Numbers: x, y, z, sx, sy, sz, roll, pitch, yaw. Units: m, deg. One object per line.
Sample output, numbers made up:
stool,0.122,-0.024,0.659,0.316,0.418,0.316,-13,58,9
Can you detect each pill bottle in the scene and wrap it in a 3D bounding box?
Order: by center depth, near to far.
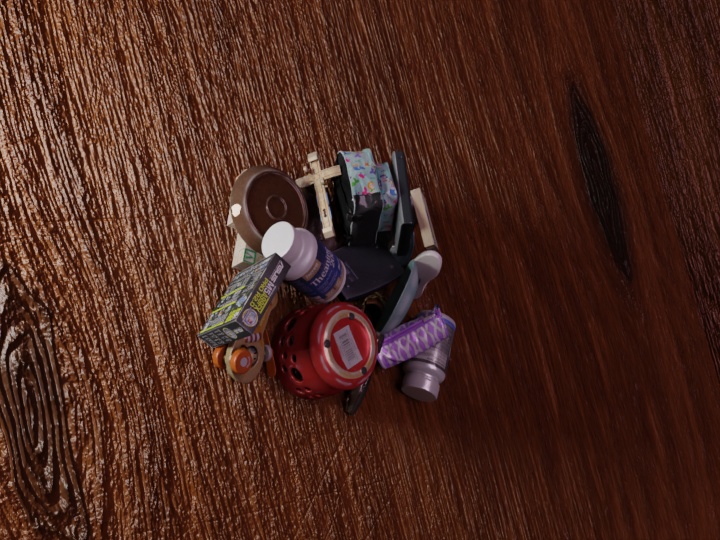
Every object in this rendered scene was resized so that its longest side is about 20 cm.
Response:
pill bottle,-0.119,-0.018,1.263,0.200,0.108,0.115,42,52,-52
pill bottle,0.170,0.216,1.519,0.112,0.112,0.206,32,61,-27

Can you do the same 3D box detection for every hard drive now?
hard drive,0.000,0.000,1.424,0.196,0.043,0.136,-23,63,-38
hard drive,0.096,-0.159,1.436,0.032,0.141,0.206,-3,61,-4

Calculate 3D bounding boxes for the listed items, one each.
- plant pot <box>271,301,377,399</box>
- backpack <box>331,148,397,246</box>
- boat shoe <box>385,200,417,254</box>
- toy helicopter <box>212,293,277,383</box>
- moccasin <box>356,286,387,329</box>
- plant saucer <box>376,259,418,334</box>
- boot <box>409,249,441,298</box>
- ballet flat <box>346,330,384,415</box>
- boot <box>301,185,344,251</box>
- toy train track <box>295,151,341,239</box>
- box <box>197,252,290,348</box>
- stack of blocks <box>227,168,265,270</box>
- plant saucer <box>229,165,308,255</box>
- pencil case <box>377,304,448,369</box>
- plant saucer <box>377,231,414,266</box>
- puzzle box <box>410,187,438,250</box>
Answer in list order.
plant pot,-0.069,0.169,1.300,0.196,0.180,0.208,12,70,-37
backpack,0.003,-0.186,1.429,0.145,0.180,0.204,-12,56,-16
boat shoe,0.099,-0.130,1.542,0.086,0.074,0.204,44,49,-13
toy helicopter,-0.214,0.136,1.254,0.132,0.077,0.206,38,64,-45
moccasin,0.027,0.089,1.459,0.073,0.077,0.205,40,57,-22
plant saucer,0.097,0.073,1.438,0.038,0.202,0.205,26,60,-3
boot,0.162,-0.015,1.530,0.071,0.201,0.092,26,56,-2
ballet flat,0.003,0.235,1.388,0.067,0.045,0.206,-15,125,-74
boot,-0.142,-0.089,1.387,0.198,0.064,0.190,-36,99,-34
toy train track,-0.092,-0.174,1.360,0.032,0.111,0.207,26,50,-72
box,-0.231,0.062,1.182,0.044,0.198,0.163,38,57,-21
stack of blocks,-0.229,-0.101,1.316,0.113,0.058,0.207,19,68,-33
plant saucer,-0.188,-0.133,1.298,0.195,0.034,0.208,12,72,-37
pencil case,0.120,0.163,1.448,0.085,0.196,0.086,62,3,31
plant saucer,0.062,-0.100,1.569,0.195,0.027,0.208,12,71,-36
puzzle box,0.157,-0.119,1.461,0.200,0.025,0.138,11,65,-79
